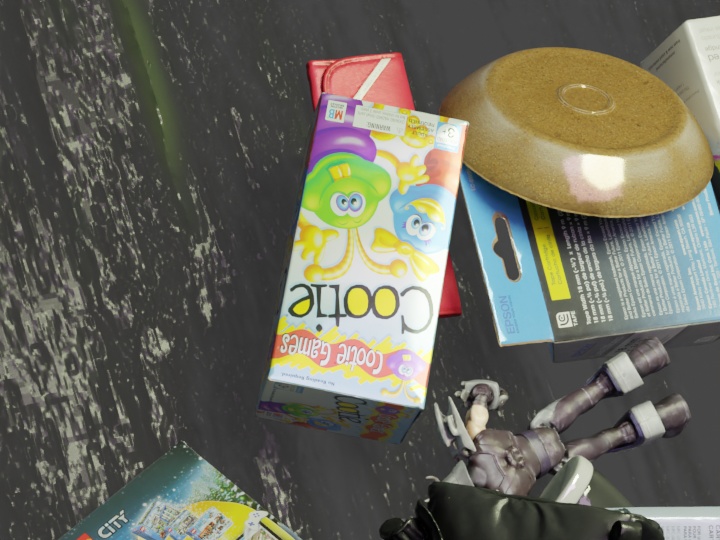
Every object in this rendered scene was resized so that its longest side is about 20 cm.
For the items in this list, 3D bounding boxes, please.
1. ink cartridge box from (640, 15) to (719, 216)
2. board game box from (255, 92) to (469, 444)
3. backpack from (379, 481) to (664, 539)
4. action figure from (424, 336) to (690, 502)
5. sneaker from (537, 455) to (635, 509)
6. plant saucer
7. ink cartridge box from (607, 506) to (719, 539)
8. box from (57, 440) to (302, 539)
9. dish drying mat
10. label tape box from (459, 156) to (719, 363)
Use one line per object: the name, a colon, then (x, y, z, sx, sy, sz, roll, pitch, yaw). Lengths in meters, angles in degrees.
ink cartridge box: (0.315, -0.091, 1.500, 0.148, 0.086, 0.200, -10, 73, -23)
board game box: (0.000, 0.000, 1.328, 0.103, 0.105, 0.200, 11, 71, -4)
backpack: (0.096, 0.232, 1.147, 0.127, 0.167, 0.200, 20, 78, -52)
action figure: (0.130, 0.121, 1.369, 0.200, 0.069, 0.130, -23, 87, -21)
sneaker: (0.124, 0.228, 1.288, 0.099, 0.071, 0.200, 34, 94, -4)
plant saucer: (0.157, -0.108, 1.416, 0.200, 0.035, 0.200, 7, 36, -5)
ink cartridge box: (0.190, 0.209, 1.244, 0.200, 0.042, 0.119, 0, 92, -7)
box: (-0.135, 0.210, 1.222, 0.137, 0.038, 0.200, 35, 59, 29)
dish drying mat: (0.016, -0.060, 1.418, 0.077, 0.018, 0.200, -6, 73, -22)
label tape box: (0.162, -0.014, 1.428, 0.200, 0.063, 0.144, -6, 72, -21)
